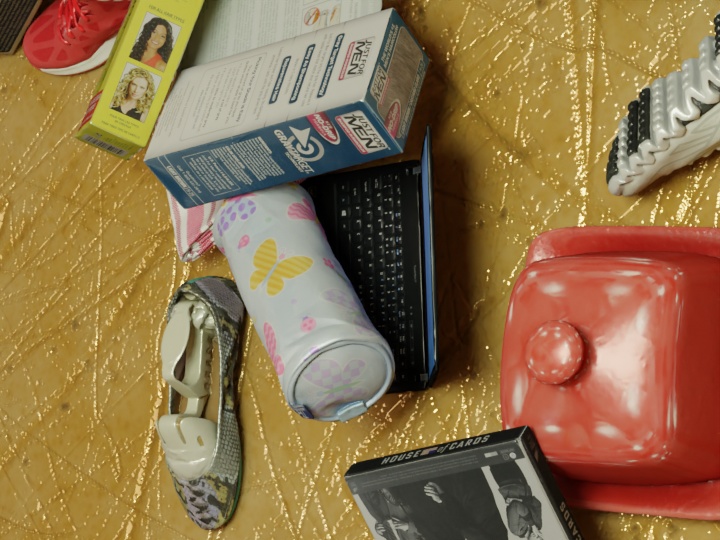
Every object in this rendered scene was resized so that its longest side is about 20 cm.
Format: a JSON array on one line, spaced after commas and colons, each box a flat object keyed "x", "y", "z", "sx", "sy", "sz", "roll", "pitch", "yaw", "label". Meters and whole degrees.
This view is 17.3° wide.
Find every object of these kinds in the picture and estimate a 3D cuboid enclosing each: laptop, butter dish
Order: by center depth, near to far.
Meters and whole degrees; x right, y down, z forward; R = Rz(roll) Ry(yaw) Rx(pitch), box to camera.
[{"x": 0.164, "y": 0.062, "z": 1.610, "sx": 0.199, "sy": 0.148, "sz": 0.201, "roll": 1, "pitch": 84, "yaw": 35, "label": "butter dish"}, {"x": 0.000, "y": 0.000, "z": 1.764, "sx": 0.199, "sy": 0.103, "sz": 0.178, "roll": -8, "pitch": 78, "yaw": 35, "label": "laptop"}]

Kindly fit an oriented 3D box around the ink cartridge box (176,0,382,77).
[{"x": -0.051, "y": -0.217, "z": 1.844, "sx": 0.199, "sy": 0.047, "sz": 0.161, "roll": -15, "pitch": 58, "yaw": 32, "label": "ink cartridge box"}]

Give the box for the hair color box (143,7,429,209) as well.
[{"x": -0.055, "y": -0.118, "z": 1.753, "sx": 0.199, "sy": 0.061, "sz": 0.100, "roll": -13, "pitch": 43, "yaw": 32, "label": "hair color box"}]

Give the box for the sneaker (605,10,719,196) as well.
[{"x": 0.242, "y": -0.109, "z": 1.626, "sx": 0.200, "sy": 0.081, "sz": 0.075, "roll": -46, "pitch": 23, "yaw": 40, "label": "sneaker"}]

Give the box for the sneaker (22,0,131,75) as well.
[{"x": -0.228, "y": -0.228, "z": 1.953, "sx": 0.200, "sy": 0.115, "sz": 0.079, "roll": -27, "pitch": 68, "yaw": 29, "label": "sneaker"}]

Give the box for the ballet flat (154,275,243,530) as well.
[{"x": -0.133, "y": 0.102, "z": 1.868, "sx": 0.072, "sy": 0.072, "sz": 0.201, "roll": -3, "pitch": 82, "yaw": 35, "label": "ballet flat"}]

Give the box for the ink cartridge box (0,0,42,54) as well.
[{"x": -0.327, "y": -0.305, "z": 2.019, "sx": 0.165, "sy": 0.075, "sz": 0.201, "roll": -44, "pitch": 56, "yaw": 58, "label": "ink cartridge box"}]

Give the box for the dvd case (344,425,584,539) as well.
[{"x": 0.092, "y": 0.209, "z": 1.650, "sx": 0.150, "sy": 0.025, "sz": 0.201, "roll": -15, "pitch": 111, "yaw": 33, "label": "dvd case"}]

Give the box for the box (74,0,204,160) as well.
[{"x": -0.157, "y": -0.188, "z": 1.831, "sx": 0.201, "sy": 0.050, "sz": 0.075, "roll": -70, "pitch": 13, "yaw": -11, "label": "box"}]

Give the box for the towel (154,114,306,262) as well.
[{"x": -0.087, "y": -0.115, "z": 1.868, "sx": 0.200, "sy": 0.030, "sz": 0.147, "roll": -35, "pitch": 49, "yaw": 27, "label": "towel"}]

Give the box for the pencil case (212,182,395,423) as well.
[{"x": -0.043, "y": 0.021, "z": 1.747, "sx": 0.083, "sy": 0.091, "sz": 0.200, "roll": -34, "pitch": 48, "yaw": 7, "label": "pencil case"}]
